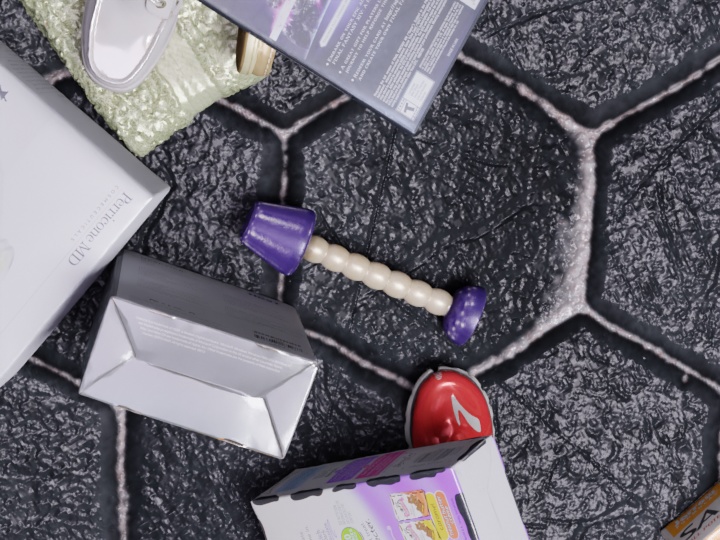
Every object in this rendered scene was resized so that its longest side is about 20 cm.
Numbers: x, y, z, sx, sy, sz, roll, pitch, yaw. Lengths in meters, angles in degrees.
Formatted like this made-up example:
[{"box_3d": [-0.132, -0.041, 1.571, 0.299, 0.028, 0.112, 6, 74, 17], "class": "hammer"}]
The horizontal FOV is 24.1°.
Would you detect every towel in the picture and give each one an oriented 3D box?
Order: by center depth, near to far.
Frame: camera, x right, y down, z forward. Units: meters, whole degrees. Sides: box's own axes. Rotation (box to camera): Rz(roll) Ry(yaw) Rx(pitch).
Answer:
[{"box_3d": [-0.174, -0.202, 1.296, 0.148, 0.036, 0.201, -33, 102, 1], "class": "towel"}]

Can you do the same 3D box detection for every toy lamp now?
[{"box_3d": [0.000, 0.000, 1.343, 0.199, 0.058, 0.058, 25, 96, -11], "class": "toy lamp"}]

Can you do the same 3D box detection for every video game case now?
[{"box_3d": [-0.008, -0.212, 1.236, 0.199, 0.019, 0.143, 30, 86, -18], "class": "video game case"}]

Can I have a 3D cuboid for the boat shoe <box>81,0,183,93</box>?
[{"box_3d": [-0.157, -0.226, 1.239, 0.070, 0.069, 0.201, 19, 99, -9], "class": "boat shoe"}]

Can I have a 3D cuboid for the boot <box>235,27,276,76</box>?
[{"box_3d": [-0.002, -0.220, 1.283, 0.155, 0.073, 0.201, 21, 76, -12], "class": "boot"}]

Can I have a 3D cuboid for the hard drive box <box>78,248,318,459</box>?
[{"box_3d": [-0.123, 0.057, 1.265, 0.155, 0.200, 0.077, 19, 98, -9], "class": "hard drive box"}]

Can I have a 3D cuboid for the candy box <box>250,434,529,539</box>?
[{"box_3d": [0.033, 0.231, 1.322, 0.199, 0.071, 0.169, -14, 100, 35], "class": "candy box"}]

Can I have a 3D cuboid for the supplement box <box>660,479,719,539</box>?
[{"box_3d": [0.368, 0.259, 1.423, 0.126, 0.074, 0.200, -42, 102, 1], "class": "supplement box"}]

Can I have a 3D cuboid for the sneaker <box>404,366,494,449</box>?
[{"box_3d": [0.081, 0.178, 1.369, 0.077, 0.085, 0.201, -5, 101, -7], "class": "sneaker"}]

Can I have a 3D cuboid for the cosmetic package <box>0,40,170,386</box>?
[{"box_3d": [-0.283, -0.047, 1.255, 0.200, 0.123, 0.200, 40, 95, -6], "class": "cosmetic package"}]
